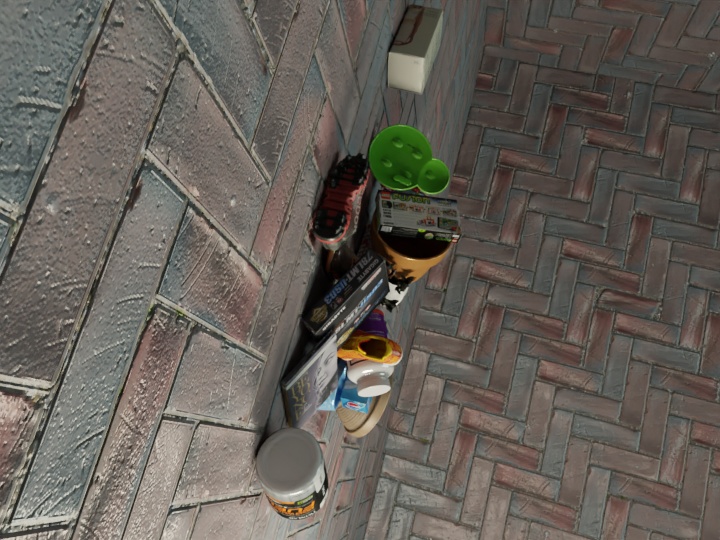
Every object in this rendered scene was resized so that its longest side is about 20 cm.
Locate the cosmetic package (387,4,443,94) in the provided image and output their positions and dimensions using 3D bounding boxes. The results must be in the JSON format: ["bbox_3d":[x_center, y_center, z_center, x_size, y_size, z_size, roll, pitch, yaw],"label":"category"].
[{"bbox_3d":[0.130,-0.522,1.562,0.104,0.086,0.201,91,15,-52],"label":"cosmetic package"}]

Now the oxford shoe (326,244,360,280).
[{"bbox_3d":[-0.025,-0.020,1.384,0.200,0.072,0.072,51,52,-76],"label":"oxford shoe"}]

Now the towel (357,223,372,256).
[{"bbox_3d":[0.000,0.000,1.665,0.147,0.030,0.201,87,21,-52],"label":"towel"}]

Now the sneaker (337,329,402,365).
[{"bbox_3d":[-0.001,0.160,1.450,0.077,0.198,0.074,31,66,-49],"label":"sneaker"}]

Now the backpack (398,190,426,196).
[{"bbox_3d":[0.135,-0.156,1.853,0.154,0.162,0.201,-55,154,-25],"label":"backpack"}]

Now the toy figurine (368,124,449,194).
[{"bbox_3d":[0.109,-0.238,1.595,0.151,0.198,0.184,-61,180,-5],"label":"toy figurine"}]

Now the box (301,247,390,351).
[{"bbox_3d":[-0.023,0.071,1.362,0.200,0.050,0.199,-47,163,-12],"label":"box"}]

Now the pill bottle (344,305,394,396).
[{"bbox_3d":[0.015,0.185,1.547,0.113,0.111,0.202,79,0,-64],"label":"pill bottle"}]

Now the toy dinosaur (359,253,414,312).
[{"bbox_3d":[0.044,0.018,1.552,0.103,0.135,0.200,-54,-179,-2],"label":"toy dinosaur"}]

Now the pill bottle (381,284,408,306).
[{"bbox_3d":[0.079,0.021,1.798,0.200,0.108,0.111,-73,172,-72],"label":"pill bottle"}]

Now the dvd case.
[{"bbox_3d":[-0.096,0.227,1.326,0.149,0.016,0.201,-45,152,-31],"label":"dvd case"}]

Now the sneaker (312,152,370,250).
[{"bbox_3d":[-0.032,-0.124,1.241,0.098,0.070,0.202,80,27,-62],"label":"sneaker"}]

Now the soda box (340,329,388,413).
[{"bbox_3d":[0.012,0.238,1.623,0.064,0.067,0.202,84,22,-58],"label":"soda box"}]

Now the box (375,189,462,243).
[{"bbox_3d":[0.136,-0.127,1.560,0.035,0.197,0.111,110,-17,-51],"label":"box"}]

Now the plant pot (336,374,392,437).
[{"bbox_3d":[-0.009,0.313,1.700,0.201,0.092,0.202,-53,-160,28],"label":"plant pot"}]

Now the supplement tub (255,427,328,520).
[{"bbox_3d":[-0.121,0.384,1.229,0.201,0.121,0.123,86,20,-54],"label":"supplement tub"}]

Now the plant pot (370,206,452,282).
[{"bbox_3d":[0.111,-0.063,1.617,0.141,0.198,0.201,108,3,-51],"label":"plant pot"}]

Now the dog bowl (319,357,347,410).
[{"bbox_3d":[-0.058,0.252,1.587,0.201,0.049,0.113,-63,162,-55],"label":"dog bowl"}]
